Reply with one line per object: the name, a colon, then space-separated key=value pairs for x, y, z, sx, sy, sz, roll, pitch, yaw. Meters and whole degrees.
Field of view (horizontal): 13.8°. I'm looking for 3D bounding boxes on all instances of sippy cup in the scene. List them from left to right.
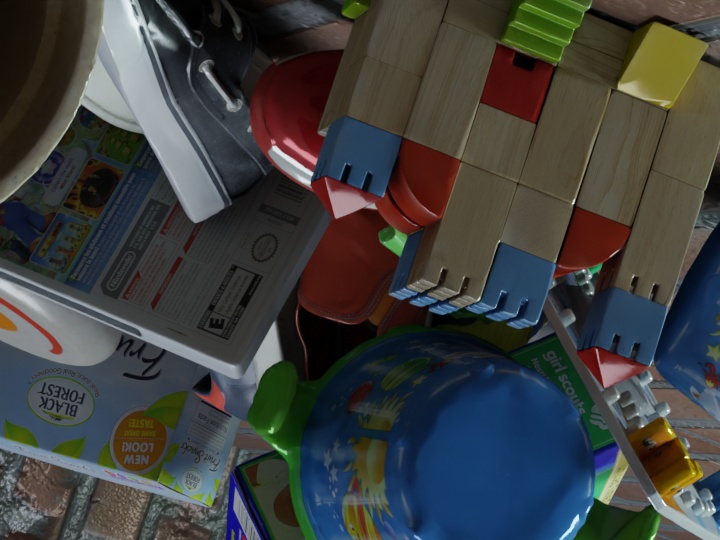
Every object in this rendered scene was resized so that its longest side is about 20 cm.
sippy cup: x=0.045 y=0.093 z=1.388 sx=0.177 sy=0.140 sz=0.130 roll=-15 pitch=180 yaw=-14
sippy cup: x=0.213 y=0.034 z=1.405 sx=0.130 sy=0.140 sz=0.178 roll=28 pitch=146 yaw=-1

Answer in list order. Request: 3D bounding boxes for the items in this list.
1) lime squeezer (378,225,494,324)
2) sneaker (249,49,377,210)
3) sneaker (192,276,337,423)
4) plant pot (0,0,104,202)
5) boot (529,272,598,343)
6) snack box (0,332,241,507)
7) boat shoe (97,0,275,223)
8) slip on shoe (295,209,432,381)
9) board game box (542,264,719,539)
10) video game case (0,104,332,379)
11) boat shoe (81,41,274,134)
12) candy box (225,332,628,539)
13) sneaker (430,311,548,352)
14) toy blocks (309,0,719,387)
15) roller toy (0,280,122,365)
lime squeezer: x=0.055 y=-0.009 z=1.415 sx=0.038 sy=0.071 sz=0.200 roll=-11 pitch=-171 yaw=17
sneaker: x=0.059 y=-0.067 z=1.302 sx=0.199 sy=0.079 sz=0.115 roll=8 pitch=166 yaw=-19
sneaker: x=-0.064 y=-0.007 z=1.546 sx=0.084 sy=0.201 sz=0.075 roll=15 pitch=-149 yaw=28
plant pot: x=-0.213 y=-0.116 z=1.197 sx=0.200 sy=0.201 sz=0.183 roll=20 pitch=-177 yaw=-15
boot: x=0.025 y=0.015 z=1.650 sx=0.199 sy=0.070 sz=0.132 roll=13 pitch=-161 yaw=22
snack box: x=-0.136 y=0.021 z=1.751 sx=0.168 sy=0.201 sz=0.068 roll=12 pitch=170 yaw=33
boat shoe: x=-0.081 y=-0.101 z=1.341 sx=0.072 sy=0.068 sz=0.200 roll=57 pitch=175 yaw=41
slip on shoe: x=0.000 y=0.000 z=1.503 sx=0.074 sy=0.061 sz=0.201 roll=22 pitch=130 yaw=28
board game box: x=0.125 y=0.036 z=1.449 sx=0.200 sy=0.026 sz=0.200 roll=62 pitch=-170 yaw=18
video game case: x=-0.113 y=-0.045 z=1.440 sx=0.199 sy=0.144 sz=0.018 roll=22 pitch=156 yaw=16
boat shoe: x=-0.133 y=-0.118 z=1.426 sx=0.199 sy=0.073 sz=0.062 roll=12 pitch=-146 yaw=-2
candy box: x=0.034 y=0.119 z=1.553 sx=0.199 sy=0.077 sz=0.169 roll=-24 pitch=162 yaw=-12
sneaker: x=0.021 y=-0.019 z=1.584 sx=0.200 sy=0.074 sz=0.082 roll=33 pitch=-147 yaw=19
toy blocks: x=0.058 y=-0.038 z=1.199 sx=0.199 sy=0.137 sz=0.100 roll=21 pitch=169 yaw=-12
roller toy: x=-0.187 y=-0.045 z=1.650 sx=0.182 sy=0.140 sz=0.200 roll=22 pitch=165 yaw=27
